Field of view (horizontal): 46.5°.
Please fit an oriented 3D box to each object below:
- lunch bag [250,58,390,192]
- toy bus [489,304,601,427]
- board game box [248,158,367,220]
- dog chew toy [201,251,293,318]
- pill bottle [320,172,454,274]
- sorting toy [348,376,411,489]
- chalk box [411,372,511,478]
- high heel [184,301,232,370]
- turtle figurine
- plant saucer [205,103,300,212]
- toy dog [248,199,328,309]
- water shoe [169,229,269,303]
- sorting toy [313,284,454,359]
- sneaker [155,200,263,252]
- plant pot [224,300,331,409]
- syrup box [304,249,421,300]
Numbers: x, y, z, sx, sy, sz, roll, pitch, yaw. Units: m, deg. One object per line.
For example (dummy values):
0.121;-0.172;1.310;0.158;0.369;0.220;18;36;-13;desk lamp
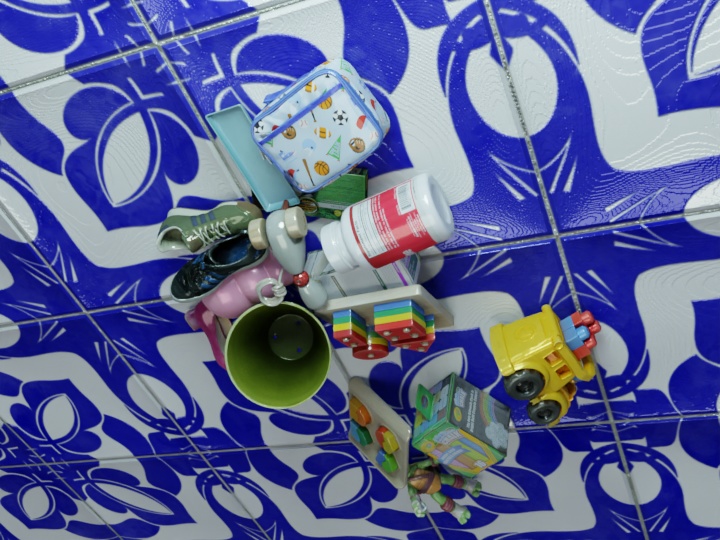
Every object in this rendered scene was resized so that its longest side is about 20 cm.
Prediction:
-0.067;-0.217;1.268;0.199;0.076;0.160;-29;113;31;lunch bag
0.353;0.159;1.502;0.191;0.136;0.200;-30;123;18;toy bus
-0.086;-0.135;1.397;0.198;0.024;0.105;9;133;8;board game box
-0.192;0.009;1.503;0.199;0.125;0.125;-20;126;20;dog chew toy
0.041;-0.069;1.343;0.199;0.113;0.113;-22;125;20;pill bottle
0.032;0.344;1.747;0.185;0.036;0.201;40;144;33;sorting toy
0.184;0.302;1.675;0.199;0.125;0.124;32;133;-15;chalk box
-0.259;0.138;1.678;0.096;0.067;0.201;-22;112;44;high heel
0.178;0.474;1.830;0.193;0.145;0.200;29;138;-18;turtle figurine
-0.170;-0.181;1.350;0.069;0.019;0.201;-12;130;25;plant saucer
-0.109;-0.036;1.389;0.131;0.097;0.201;5;132;8;toy dog
-0.252;-0.015;1.425;0.199;0.072;0.079;-30;160;9;water shoe
0.047;0.103;1.494;0.198;0.070;0.199;-11;157;21;sorting toy
-0.269;-0.065;1.456;0.198;0.090;0.067;-2;132;25;sneaker
-0.140;0.136;1.541;0.185;0.200;0.189;0;95;1;plant pot
0.000;0.000;1.464;0.198;0.079;0.082;-12;129;25;syrup box
